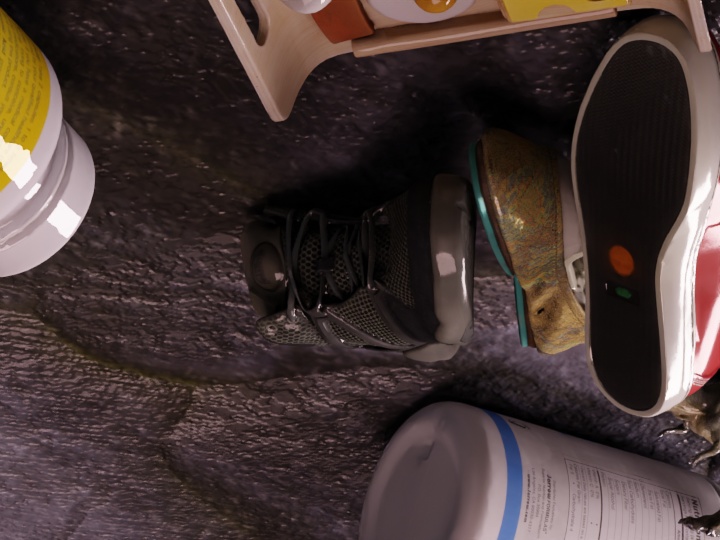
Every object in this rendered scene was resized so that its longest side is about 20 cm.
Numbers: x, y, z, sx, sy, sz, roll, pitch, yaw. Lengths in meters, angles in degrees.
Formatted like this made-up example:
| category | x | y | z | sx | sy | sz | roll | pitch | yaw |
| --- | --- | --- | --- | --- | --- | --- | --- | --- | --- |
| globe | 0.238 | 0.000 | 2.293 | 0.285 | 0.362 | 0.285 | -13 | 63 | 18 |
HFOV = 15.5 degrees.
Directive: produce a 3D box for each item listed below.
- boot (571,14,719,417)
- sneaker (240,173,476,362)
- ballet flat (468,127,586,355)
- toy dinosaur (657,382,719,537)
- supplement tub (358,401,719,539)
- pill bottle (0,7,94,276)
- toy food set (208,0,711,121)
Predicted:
| category | x | y | z | sx | sy | sz | roll | pitch | yaw |
| --- | --- | --- | --- | --- | --- | --- | --- | --- | --- |
| boot | 0.172 | -0.044 | 1.244 | 0.144 | 0.072 | 0.200 | -28 | 131 | -35 |
| sneaker | 0.000 | 0.000 | 1.271 | 0.114 | 0.076 | 0.199 | 3 | 170 | -4 |
| ballet flat | 0.097 | -0.017 | 1.283 | 0.071 | 0.071 | 0.200 | -5 | 154 | 9 |
| toy dinosaur | 0.220 | 0.108 | 1.472 | 0.200 | 0.088 | 0.047 | 17 | -179 | -26 |
| supplement tub | 0.112 | 0.159 | 1.513 | 0.200 | 0.132 | 0.132 | 18 | 145 | -27 |
| pill bottle | -0.197 | -0.079 | 1.135 | 0.111 | 0.111 | 0.200 | -13 | 147 | 21 |
| toy food set | 0.040 | -0.121 | 1.109 | 0.200 | 0.060 | 0.144 | -7 | 148 | 13 |
